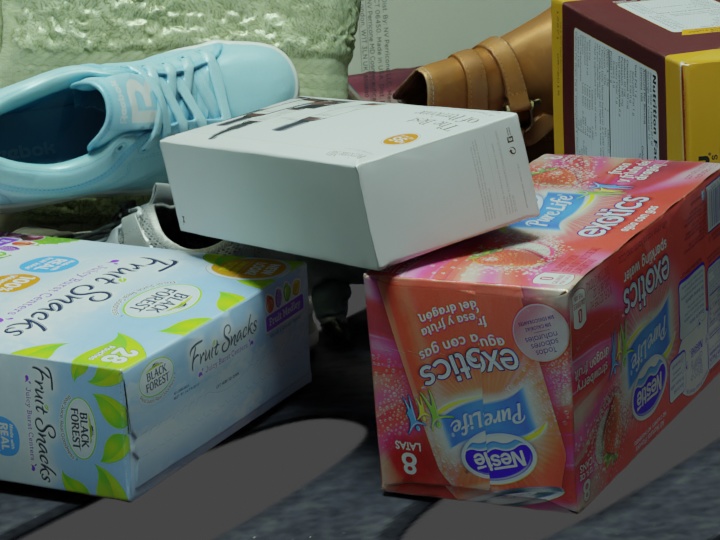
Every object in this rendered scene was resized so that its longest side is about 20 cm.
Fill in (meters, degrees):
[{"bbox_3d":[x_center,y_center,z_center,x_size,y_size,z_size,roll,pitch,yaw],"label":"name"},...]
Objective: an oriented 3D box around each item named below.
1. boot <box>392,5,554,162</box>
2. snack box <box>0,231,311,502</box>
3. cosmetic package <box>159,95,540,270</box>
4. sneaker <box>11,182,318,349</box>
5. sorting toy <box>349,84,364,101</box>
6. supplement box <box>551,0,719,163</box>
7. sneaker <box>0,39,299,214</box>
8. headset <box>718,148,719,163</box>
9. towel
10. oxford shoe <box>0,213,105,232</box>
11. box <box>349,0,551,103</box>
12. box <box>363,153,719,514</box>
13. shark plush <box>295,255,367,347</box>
[{"bbox_3d":[0.098,-0.121,1.443,0.155,0.200,0.074,-5,39,-31],"label":"boot"},{"bbox_3d":[-0.148,0.037,1.166,0.200,0.068,0.169,7,19,25],"label":"snack box"},{"bbox_3d":[-0.010,-0.043,1.125,0.083,0.051,0.200,-21,15,-25],"label":"cosmetic package"},{"bbox_3d":[-0.103,-0.009,1.280,0.200,0.082,0.075,9,21,34],"label":"sneaker"},{"bbox_3d":[-0.076,-0.114,1.536,0.185,0.036,0.200,8,-17,31],"label":"sorting toy"},{"bbox_3d":[0.227,-0.075,1.349,0.197,0.133,0.200,-7,17,-13],"label":"supplement box"},{"bbox_3d":[-0.115,-0.073,1.269,0.200,0.074,0.082,-20,-1,-20],"label":"sneaker"},{"bbox_3d":[0.265,-0.013,1.208,0.200,0.094,0.124,11,19,8],"label":"headset"},{"bbox_3d":[-0.100,-0.095,1.344,0.200,0.148,0.036,2,-1,-7],"label":"towel"},{"bbox_3d":[-0.131,-0.031,1.384,0.200,0.074,0.071,-19,-23,2],"label":"oxford shoe"},{"bbox_3d":[0.045,-0.155,1.685,0.200,0.109,0.128,-7,17,-13],"label":"box"},{"bbox_3d":[0.088,0.022,1.115,0.095,0.103,0.200,4,20,27],"label":"box"},{"bbox_3d":[0.000,0.000,1.262,0.200,0.083,0.091,19,-1,36],"label":"shark plush"}]
